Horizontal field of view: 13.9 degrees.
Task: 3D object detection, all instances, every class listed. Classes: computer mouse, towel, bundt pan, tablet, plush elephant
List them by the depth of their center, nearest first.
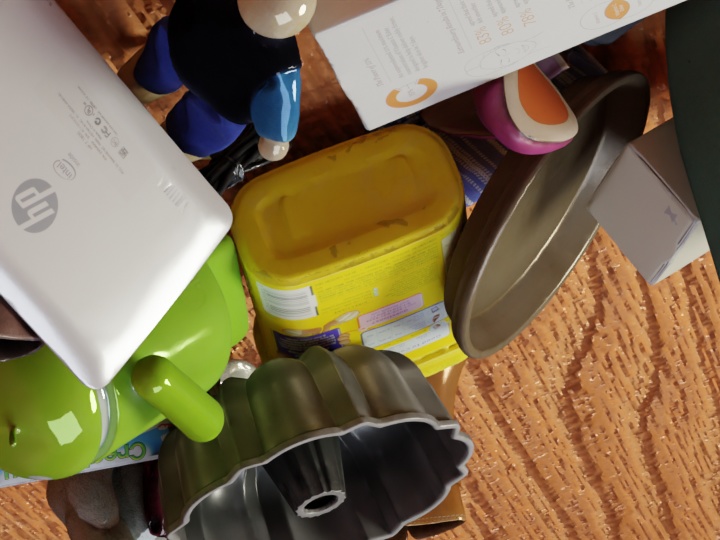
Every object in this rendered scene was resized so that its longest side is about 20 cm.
[{"bbox_3d":[-0.158,-0.049,1.524,0.014,0.130,0.200,4,140,53],"label":"tablet"},{"bbox_3d":[-0.138,-0.055,1.688,0.200,0.046,0.140,-12,-164,39],"label":"computer mouse"},{"bbox_3d":[-0.036,0.111,1.809,0.201,0.076,0.202,-17,154,-9],"label":"bundt pan"},{"bbox_3d":[0.068,-0.073,1.836,0.200,0.024,0.145,-27,155,15],"label":"towel"},{"bbox_3d":[-0.124,0.115,1.945,0.155,0.200,0.165,-52,148,13],"label":"plush elephant"}]

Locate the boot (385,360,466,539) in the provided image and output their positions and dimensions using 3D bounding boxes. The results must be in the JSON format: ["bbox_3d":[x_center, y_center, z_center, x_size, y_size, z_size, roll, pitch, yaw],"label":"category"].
[{"bbox_3d":[0.045,0.097,2.008,0.199,0.156,0.077,-23,155,8],"label":"boot"}]

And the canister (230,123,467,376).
[{"bbox_3d":[0.000,0.000,1.808,0.148,0.087,0.200,-20,156,-4],"label":"canister"}]

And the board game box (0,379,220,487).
[{"bbox_3d":[-0.185,0.062,1.821,0.199,0.127,0.035,-9,-165,-21],"label":"board game box"}]

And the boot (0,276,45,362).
[{"bbox_3d":[-0.241,-0.045,1.498,0.072,0.167,0.200,-31,153,25],"label":"boot"}]

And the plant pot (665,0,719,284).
[{"bbox_3d":[0.265,-0.103,1.704,0.141,0.201,0.141,2,148,-40],"label":"plant pot"}]

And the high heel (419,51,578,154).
[{"bbox_3d":[0.069,-0.084,1.665,0.096,0.068,0.200,-35,-174,16],"label":"high heel"}]

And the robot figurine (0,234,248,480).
[{"bbox_3d":[-0.154,0.043,1.683,0.200,0.175,0.116,-32,127,-40],"label":"robot figurine"}]

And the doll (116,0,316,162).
[{"bbox_3d":[-0.075,-0.116,1.528,0.048,0.137,0.200,-29,180,-25],"label":"doll"}]

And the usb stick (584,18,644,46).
[{"bbox_3d":[0.192,-0.191,1.671,0.200,0.033,0.055,-35,152,32],"label":"usb stick"}]

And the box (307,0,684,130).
[{"bbox_3d":[0.066,-0.173,1.542,0.199,0.098,0.124,-22,155,5],"label":"box"}]

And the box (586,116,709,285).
[{"bbox_3d":[0.240,-0.075,1.824,0.200,0.068,0.082,-29,162,-32],"label":"box"}]

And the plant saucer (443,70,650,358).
[{"bbox_3d":[0.110,-0.038,1.783,0.200,0.029,0.200,-49,161,-24],"label":"plant saucer"}]
